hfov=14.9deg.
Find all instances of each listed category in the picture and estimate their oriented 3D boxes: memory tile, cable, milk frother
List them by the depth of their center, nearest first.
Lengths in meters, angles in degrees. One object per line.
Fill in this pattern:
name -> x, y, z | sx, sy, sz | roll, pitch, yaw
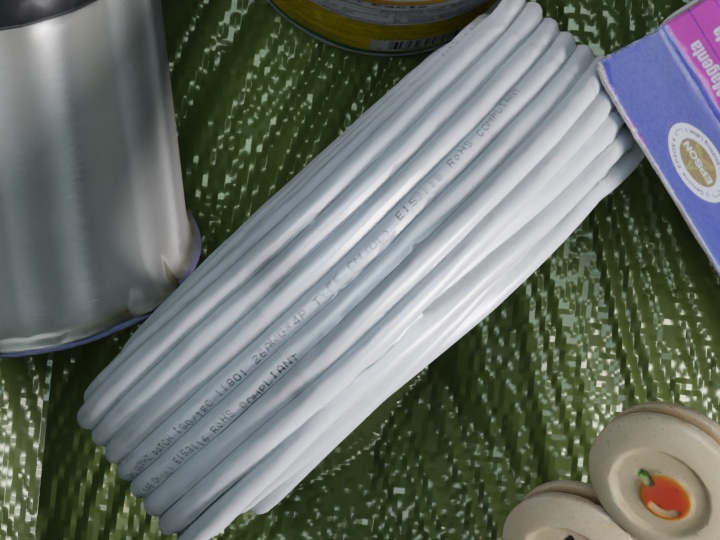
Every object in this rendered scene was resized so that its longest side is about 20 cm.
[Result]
cable -> 0.000, 0.000, 0.845 | 0.200, 0.200, 0.069 | -43, 90, 20
memory tile -> 0.093, 0.133, 0.864 | 0.153, 0.200, 0.017 | 42, 45, 0
milk frother -> -0.101, -0.109, 0.889 | 0.199, 0.180, 0.189 | -25, 127, -30

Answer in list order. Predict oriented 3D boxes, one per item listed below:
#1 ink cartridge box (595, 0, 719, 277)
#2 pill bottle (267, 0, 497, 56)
ink cartridge box -> 0.180, -0.015, 0.864 | 0.043, 0.200, 0.197 | -33, 89, 35
pill bottle -> 0.012, -0.133, 0.852 | 0.112, 0.200, 0.114 | 0, 88, -2
